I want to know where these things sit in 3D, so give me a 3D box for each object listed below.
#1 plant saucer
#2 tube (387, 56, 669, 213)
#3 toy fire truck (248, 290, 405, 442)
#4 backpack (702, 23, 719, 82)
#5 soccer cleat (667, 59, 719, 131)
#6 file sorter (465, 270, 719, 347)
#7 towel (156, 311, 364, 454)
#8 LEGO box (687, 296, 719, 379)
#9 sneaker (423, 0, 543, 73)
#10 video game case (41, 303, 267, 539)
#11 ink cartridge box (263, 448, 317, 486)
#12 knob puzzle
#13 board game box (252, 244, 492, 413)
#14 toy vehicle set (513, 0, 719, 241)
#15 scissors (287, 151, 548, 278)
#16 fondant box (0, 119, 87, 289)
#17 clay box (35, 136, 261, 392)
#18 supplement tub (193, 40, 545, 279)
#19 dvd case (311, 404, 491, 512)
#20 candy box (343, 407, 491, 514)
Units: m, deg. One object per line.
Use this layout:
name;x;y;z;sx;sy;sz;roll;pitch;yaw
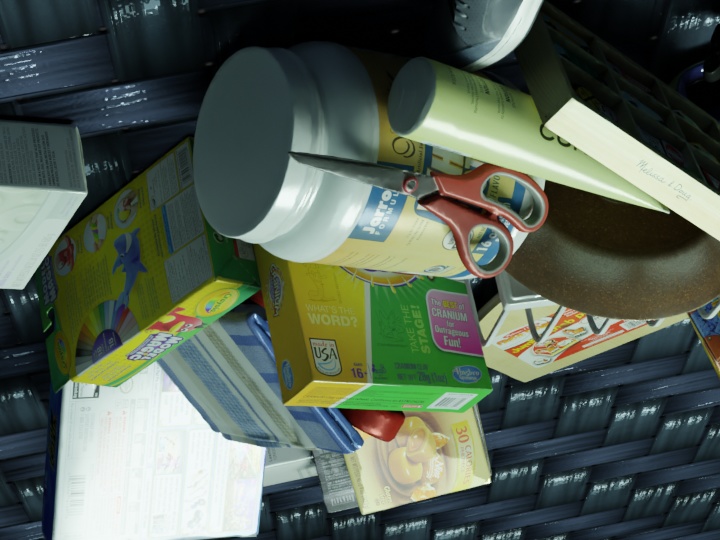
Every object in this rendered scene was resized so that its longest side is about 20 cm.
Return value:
plant saucer;0.177;-0.051;1.324;0.200;0.201;0.037;-6;139;-15
tube;0.111;-0.087;1.200;0.200;0.058;0.052;15;169;-32
toy fire truck;-0.031;0.035;1.413;0.168;0.200;0.112;26;97;-49
backpack;0.354;-0.164;1.229;0.190;0.154;0.200;-14;154;-23
soccer cleat;0.315;-0.136;1.346;0.200;0.065;0.084;-14;169;7
file sorter;0.178;-0.027;1.436;0.200;0.139;0.125;-7;158;-13
towel;-0.092;0.081;1.441;0.147;0.024;0.200;53;153;-22
LEGO box;0.389;0.050;1.734;0.149;0.077;0.200;-29;153;7
sneaker;0.047;-0.187;1.097;0.146;0.077;0.202;-2;152;-29
video game case;-0.166;0.128;1.563;0.181;0.045;0.200;-1;109;-23
ink cartridge box;-0.029;0.136;1.712;0.200;0.084;0.146;-11;168;-2
knob puzzle;0.176;0.036;1.690;0.219;0.030;0.220;-10;156;-5
board game box;0.000;0.000;1.328;0.153;0.200;0.040;5;149;-34
toy vehicle set;0.181;-0.097;1.241;0.200;0.124;0.027;28;120;-34
scissors;0.041;-0.058;1.175;0.200;0.014;0.073;30;94;-37
fondant box;-0.301;-0.045;1.260;0.200;0.058;0.144;3;151;-28
clay box;-0.159;0.003;1.360;0.048;0.115;0.200;11;147;-42
supplement tub;0.006;-0.072;1.244;0.200;0.145;0.145;6;150;-35
dvd case;0.021;0.101;1.611;0.148;0.200;0.016;-13;-160;0
candy box;0.029;0.094;1.570;0.115;0.200;0.055;-15;-161;3
